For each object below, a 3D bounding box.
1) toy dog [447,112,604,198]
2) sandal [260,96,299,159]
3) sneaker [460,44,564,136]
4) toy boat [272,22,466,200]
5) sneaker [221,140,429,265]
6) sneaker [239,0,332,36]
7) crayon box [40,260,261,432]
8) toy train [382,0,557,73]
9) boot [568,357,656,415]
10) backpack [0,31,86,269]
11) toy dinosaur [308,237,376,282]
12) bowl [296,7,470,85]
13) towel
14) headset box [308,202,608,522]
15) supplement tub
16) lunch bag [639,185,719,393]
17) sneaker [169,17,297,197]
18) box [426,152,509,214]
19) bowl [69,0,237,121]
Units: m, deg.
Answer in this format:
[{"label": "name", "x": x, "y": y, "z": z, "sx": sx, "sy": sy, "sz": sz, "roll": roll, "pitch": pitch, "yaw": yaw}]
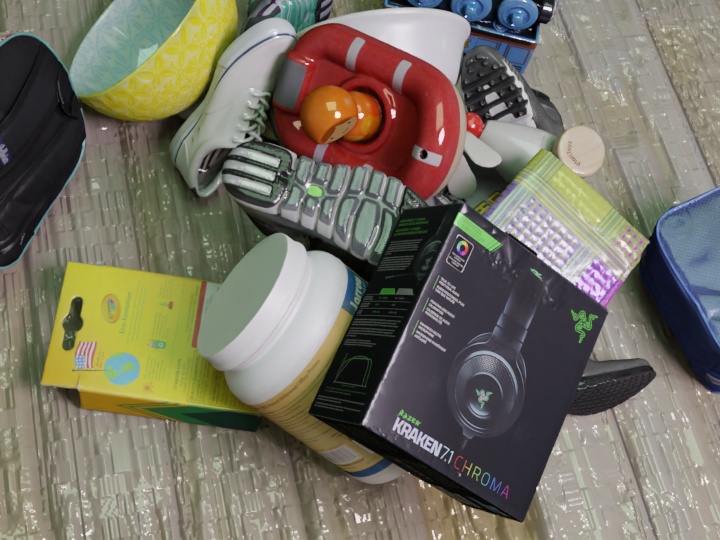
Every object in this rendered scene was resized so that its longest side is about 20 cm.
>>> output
[{"label": "toy dog", "x": 0.132, "y": -0.097, "z": 1.045, "sx": 0.197, "sy": 0.132, "sz": 0.098, "roll": 9, "pitch": 78, "yaw": 9}, {"label": "sandal", "x": -0.094, "y": -0.139, "z": 1.124, "sx": 0.054, "sy": 0.082, "sz": 0.202, "roll": -26, "pitch": 76, "yaw": 1}, {"label": "sneaker", "x": 0.166, "y": -0.166, "z": 1.145, "sx": 0.200, "sy": 0.066, "sz": 0.091, "roll": 50, "pitch": 33, "yaw": -30}, {"label": "toy boat", "x": -0.006, "y": -0.137, "z": 0.963, "sx": 0.198, "sy": 0.132, "sz": 0.130, "roll": 28, "pitch": 21, "yaw": 23}, {"label": "sneaker", "x": -0.025, "y": -0.048, "z": 0.953, "sx": 0.197, "sy": 0.116, "sz": 0.076, "roll": 24, "pitch": 76, "yaw": 0}, {"label": "sneaker", "x": -0.101, "y": -0.279, "z": 1.172, "sx": 0.086, "sy": 0.075, "sz": 0.200, "roll": 20, "pitch": 32, "yaw": 12}, {"label": "crayon box", "x": -0.182, "y": 0.069, "z": 0.999, "sx": 0.197, "sy": 0.051, "sz": 0.129, "roll": 10, "pitch": 62, "yaw": -7}, {"label": "toy train", "x": 0.117, "y": -0.295, "z": 1.213, "sx": 0.197, "sy": 0.115, "sz": 0.088, "roll": 11, "pitch": 57, "yaw": -5}, {"label": "boot", "x": 0.185, "y": 0.074, "z": 1.063, "sx": 0.197, "sy": 0.070, "sz": 0.133, "roll": -5, "pitch": 56, "yaw": -21}, {"label": "backpack", "x": -0.352, "y": -0.121, "z": 0.995, "sx": 0.151, "sy": 0.177, "sz": 0.201, "roll": 7, "pitch": 48, "yaw": 29}, {"label": "toy dinosaur", "x": 0.000, "y": 0.000, "z": 1.041, "sx": 0.199, "sy": 0.103, "sz": 0.077, "roll": 36, "pitch": 62, "yaw": 13}, {"label": "bowl", "x": 0.020, "y": -0.193, "z": 1.114, "sx": 0.198, "sy": 0.201, "sz": 0.092, "roll": -5, "pitch": 84, "yaw": -13}, {"label": "towel", "x": 0.151, "y": 0.006, "z": 0.970, "sx": 0.143, "sy": 0.023, "sz": 0.201, "roll": 41, "pitch": 78, "yaw": -3}, {"label": "headset box", "x": 0.084, "y": 0.066, "z": 0.862, "sx": 0.173, "sy": 0.092, "sz": 0.202, "roll": 34, "pitch": 73, "yaw": -25}, {"label": "supplement tub", "x": -0.027, "y": 0.076, "z": 0.935, "sx": 0.199, "sy": 0.144, "sz": 0.146, "roll": 38, "pitch": 57, "yaw": -23}, {"label": "lunch bag", "x": 0.369, "y": 0.014, "z": 1.093, "sx": 0.134, "sy": 0.133, "sz": 0.202, "roll": -22, "pitch": 69, "yaw": -4}, {"label": "sneaker", "x": -0.115, "y": -0.153, "z": 1.057, "sx": 0.072, "sy": 0.200, "sz": 0.071, "roll": -2, "pitch": 52, "yaw": -45}, {"label": "box", "x": 0.128, "y": -0.035, "z": 1.086, "sx": 0.199, "sy": 0.049, "sz": 0.158, "roll": 39, "pitch": 55, "yaw": 24}, {"label": "bowl", "x": -0.191, "y": -0.219, "z": 1.104, "sx": 0.108, "sy": 0.198, "sz": 0.202, "roll": 45, "pitch": 53, "yaw": -36}]
